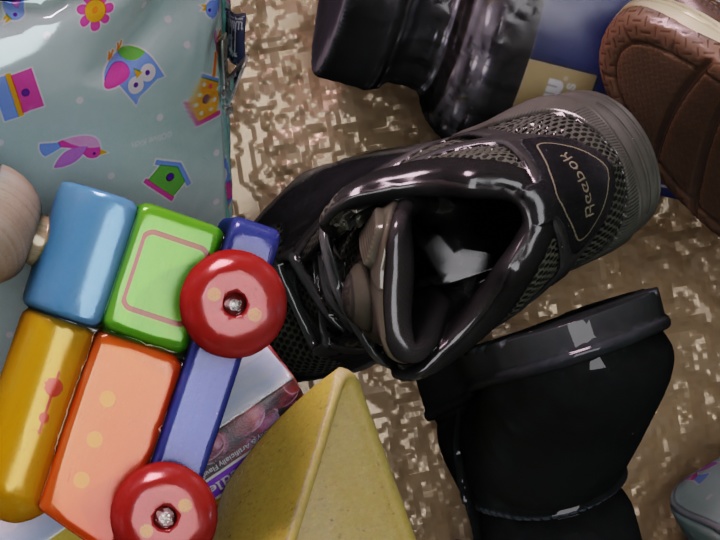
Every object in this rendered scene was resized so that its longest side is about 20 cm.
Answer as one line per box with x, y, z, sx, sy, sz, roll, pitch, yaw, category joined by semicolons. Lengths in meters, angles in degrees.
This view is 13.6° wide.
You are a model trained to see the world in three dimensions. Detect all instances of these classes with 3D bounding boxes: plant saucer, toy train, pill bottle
-0.023;0.169;1.027;0.048;0.201;0.201;-1;135;19;plant saucer
-0.105;0.067;0.970;0.115;0.085;0.201;19;88;-7;toy train
0.088;-0.090;1.114;0.199;0.112;0.113;13;89;-9;pill bottle

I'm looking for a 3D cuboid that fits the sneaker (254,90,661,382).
0.000;0.000;1.059;0.114;0.199;0.077;-26;95;-50;sneaker

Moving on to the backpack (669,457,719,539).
0.221;0.117;1.106;0.199;0.176;0.154;-17;97;-12;backpack

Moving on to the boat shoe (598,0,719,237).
0.174;-0.033;1.051;0.202;0.075;0.075;42;52;-1;boat shoe

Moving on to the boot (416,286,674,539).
0.082;0.099;1.076;0.073;0.198;0.163;-16;85;-15;boot

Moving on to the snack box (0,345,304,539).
-0.095;0.119;1.080;0.199;0.053;0.142;-33;139;-7;snack box

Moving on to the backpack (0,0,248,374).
-0.115;-0.058;1.051;0.166;0.127;0.201;-9;124;-11;backpack
